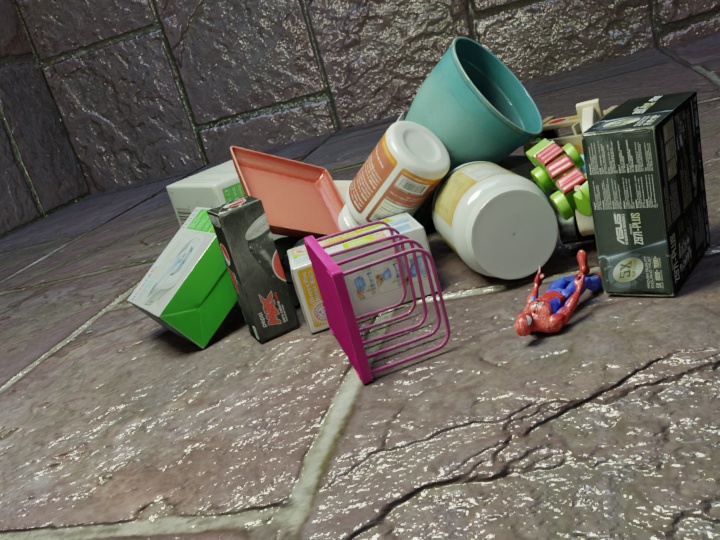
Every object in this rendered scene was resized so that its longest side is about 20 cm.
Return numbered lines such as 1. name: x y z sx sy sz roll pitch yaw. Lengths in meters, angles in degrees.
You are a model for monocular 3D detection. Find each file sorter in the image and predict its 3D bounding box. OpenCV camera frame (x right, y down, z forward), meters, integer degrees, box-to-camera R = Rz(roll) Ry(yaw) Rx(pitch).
1. file sorter: 0.020 0.025 0.935 0.124 0.140 0.200 -18 17 -9

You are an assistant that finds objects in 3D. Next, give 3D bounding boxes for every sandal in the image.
1. sandal: -0.066 -0.024 1.170 0.199 0.076 0.048 -3 -21 -32

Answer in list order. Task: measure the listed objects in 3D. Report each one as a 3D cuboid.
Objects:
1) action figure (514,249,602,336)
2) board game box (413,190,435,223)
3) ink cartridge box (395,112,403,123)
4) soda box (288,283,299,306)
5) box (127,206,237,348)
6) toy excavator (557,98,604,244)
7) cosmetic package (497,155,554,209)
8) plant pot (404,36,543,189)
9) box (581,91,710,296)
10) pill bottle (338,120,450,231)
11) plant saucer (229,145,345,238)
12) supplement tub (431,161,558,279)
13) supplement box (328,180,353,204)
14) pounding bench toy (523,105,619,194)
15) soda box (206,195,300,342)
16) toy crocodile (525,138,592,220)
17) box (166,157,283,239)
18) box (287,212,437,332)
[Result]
1. action figure: 0.240 0.026 0.885 0.065 0.052 0.200 5 30 42
2. board game box: 0.114 -0.154 1.380 0.047 0.152 0.200 27 32 11
3. ink cartridge box: 0.082 -0.199 1.428 0.067 0.200 0.117 27 73 12
4. soda box: -0.100 0.003 1.233 0.068 0.064 0.200 -4 22 38
5. box: -0.258 0.005 1.190 0.201 0.097 0.176 -56 31 -13
6. toy excavator: 0.343 -0.152 1.080 0.099 0.202 0.194 -8 5 26
7. cosmetic package: 0.240 -0.143 1.297 0.090 0.108 0.199 -24 17 -25
8. plant pot: 0.163 -0.241 1.213 0.188 0.200 0.200 -42 1 34
9. box: 0.348 -0.094 0.887 0.086 0.202 0.163 2 25 40
10. pill bottle: 0.045 -0.129 1.166 0.112 0.112 0.200 -36 -11 -47
11. plant saucer: -0.114 -0.118 1.240 0.198 0.037 0.201 9 40 -36
12. supplement tub: 0.191 -0.074 1.067 0.143 0.146 0.200 -17 18 -2
13. supplement box: -0.027 -0.103 1.366 0.073 0.128 0.199 -3 9 -32
14. pounding bench toy: 0.362 -0.197 1.315 0.155 0.125 0.200 -1 23 40
15. soda box: -0.154 -0.003 1.073 0.070 0.202 0.063 -23 20 -20
16. toy crocodile: 0.273 -0.129 0.988 0.067 0.062 0.201 -33 33 12
17. box: -0.242 -0.103 1.462 0.171 0.201 0.199 -29 23 -36
18. box: 0.000 0.000 1.088 0.198 0.102 0.113 -18 18 -5
